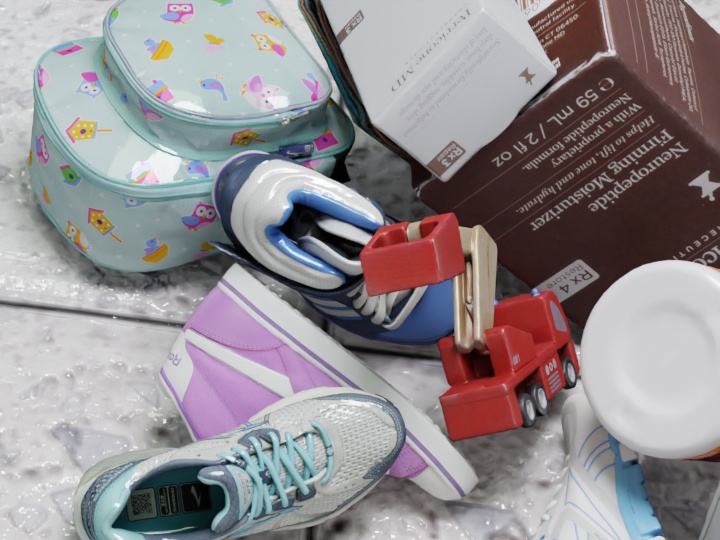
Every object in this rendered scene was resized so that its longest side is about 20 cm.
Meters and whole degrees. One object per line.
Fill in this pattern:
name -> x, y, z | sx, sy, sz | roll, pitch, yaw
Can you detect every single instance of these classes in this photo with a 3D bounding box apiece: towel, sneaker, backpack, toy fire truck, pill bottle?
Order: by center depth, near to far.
sneaker -> -0.063, 0.124, 1.167 | 0.199, 0.078, 0.086 | -19, 3, -10
sneaker -> 0.132, 0.148, 1.221 | 0.086, 0.075, 0.200 | -11, 38, 0
pill bottle -> 0.224, 0.060, 1.243 | 0.114, 0.114, 0.200 | 41, 16, 29
toy fire truck -> 0.072, 0.026, 1.245 | 0.048, 0.142, 0.200 | -12, 7, 24
sneaker -> -0.032, 0.100, 1.250 | 0.200, 0.073, 0.115 | 37, 87, 0
sneaker -> 0.000, 0.000, 1.265 | 0.200, 0.081, 0.146 | 34, 1, -20
backpack -> -0.121, -0.097, 1.373 | 0.199, 0.154, 0.176 | -21, 56, -22
towel -> 0.040, -0.107, 1.418 | 0.200, 0.022, 0.147 | 33, 24, -44

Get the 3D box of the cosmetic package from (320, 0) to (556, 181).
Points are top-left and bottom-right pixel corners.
cosmetic package -> 0.043, -0.155, 1.299 | 0.074, 0.102, 0.200 | 37, 17, -29

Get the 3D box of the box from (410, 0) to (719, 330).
box -> 0.154, -0.092, 1.349 | 0.200, 0.166, 0.165 | 37, 32, -30

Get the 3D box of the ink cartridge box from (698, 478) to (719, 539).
ink cartridge box -> 0.289, 0.188, 1.149 | 0.086, 0.147, 0.200 | -19, 50, -27
